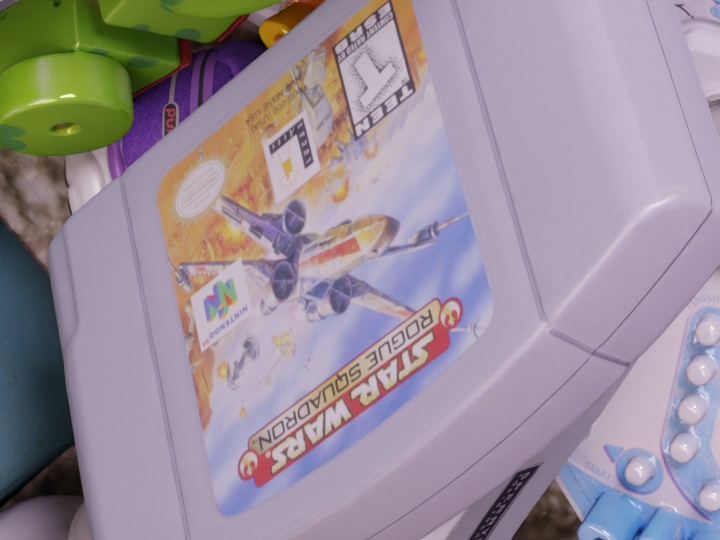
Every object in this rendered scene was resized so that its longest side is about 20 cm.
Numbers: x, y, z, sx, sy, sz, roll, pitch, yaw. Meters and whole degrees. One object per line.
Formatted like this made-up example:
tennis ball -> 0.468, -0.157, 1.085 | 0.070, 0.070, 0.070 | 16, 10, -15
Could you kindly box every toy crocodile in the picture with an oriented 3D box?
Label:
toy crocodile -> -0.051, -0.081, 0.741 | 0.200, 0.061, 0.068 | -33, 58, 44

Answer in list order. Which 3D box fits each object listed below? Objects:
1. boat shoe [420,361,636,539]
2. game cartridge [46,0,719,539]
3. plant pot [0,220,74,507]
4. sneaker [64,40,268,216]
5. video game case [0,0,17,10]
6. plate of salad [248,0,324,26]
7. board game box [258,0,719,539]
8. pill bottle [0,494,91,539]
boat shoe -> 0.005, 0.060, 0.740 | 0.057, 0.068, 0.200 | 44, 113, 20
game cartridge -> 0.000, 0.000, 0.689 | 0.041, 0.134, 0.200 | 26, 129, -38
plant pot -> -0.194, 0.055, 0.814 | 0.141, 0.200, 0.142 | -40, 91, 29
sneaker -> -0.005, 0.026, 0.800 | 0.083, 0.081, 0.201 | -30, 98, 18
video game case -> -0.122, -0.118, 0.715 | 0.199, 0.019, 0.144 | -25, 61, 24
plate of salad -> 0.012, -0.146, 0.742 | 0.199, 0.048, 0.201 | 10, 123, 15
board game box -> 0.096, -0.026, 0.715 | 0.199, 0.026, 0.201 | -29, 95, 32
pill bottle -> -0.101, 0.138, 0.859 | 0.112, 0.112, 0.200 | 48, 118, -1
